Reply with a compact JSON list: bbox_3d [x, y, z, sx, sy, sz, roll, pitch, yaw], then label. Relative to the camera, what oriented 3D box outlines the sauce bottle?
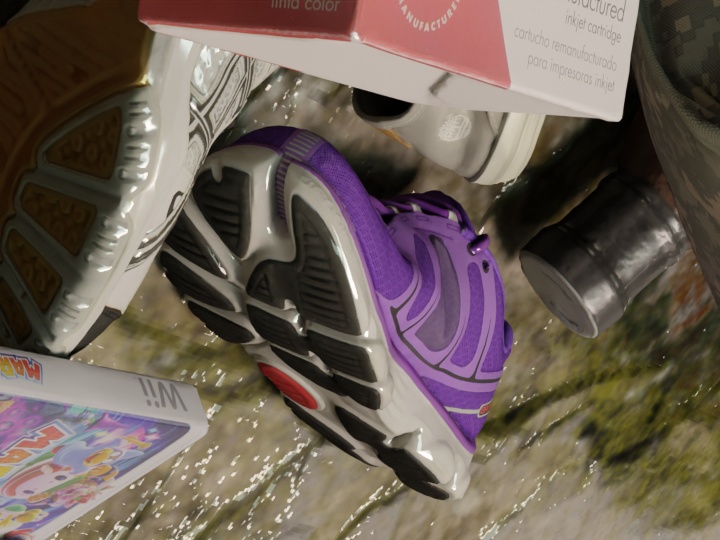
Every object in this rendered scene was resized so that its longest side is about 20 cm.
[{"bbox_3d":[0.140,-0.055,0.881,0.200,0.065,0.065,-42,146,-14],"label":"sauce bottle"}]

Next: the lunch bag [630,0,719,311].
[{"bbox_3d":[0.136,-0.062,0.737,0.117,0.201,0.164,-9,145,11],"label":"lunch bag"}]

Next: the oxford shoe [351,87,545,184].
[{"bbox_3d":[0.038,-0.115,0.711,0.057,0.075,0.201,8,121,-11],"label":"oxford shoe"}]

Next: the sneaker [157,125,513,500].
[{"bbox_3d":[0.000,0.000,0.785,0.084,0.080,0.200,-61,156,-13],"label":"sneaker"}]

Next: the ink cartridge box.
[{"bbox_3d":[0.022,-0.144,0.589,0.116,0.067,0.201,10,88,-54],"label":"ink cartridge box"}]

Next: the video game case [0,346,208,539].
[{"bbox_3d":[-0.152,0.056,0.639,0.143,0.018,0.200,-34,154,26],"label":"video game case"}]

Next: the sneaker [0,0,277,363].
[{"bbox_3d":[-0.043,-0.059,0.655,0.087,0.076,0.201,-3,125,-47],"label":"sneaker"}]
